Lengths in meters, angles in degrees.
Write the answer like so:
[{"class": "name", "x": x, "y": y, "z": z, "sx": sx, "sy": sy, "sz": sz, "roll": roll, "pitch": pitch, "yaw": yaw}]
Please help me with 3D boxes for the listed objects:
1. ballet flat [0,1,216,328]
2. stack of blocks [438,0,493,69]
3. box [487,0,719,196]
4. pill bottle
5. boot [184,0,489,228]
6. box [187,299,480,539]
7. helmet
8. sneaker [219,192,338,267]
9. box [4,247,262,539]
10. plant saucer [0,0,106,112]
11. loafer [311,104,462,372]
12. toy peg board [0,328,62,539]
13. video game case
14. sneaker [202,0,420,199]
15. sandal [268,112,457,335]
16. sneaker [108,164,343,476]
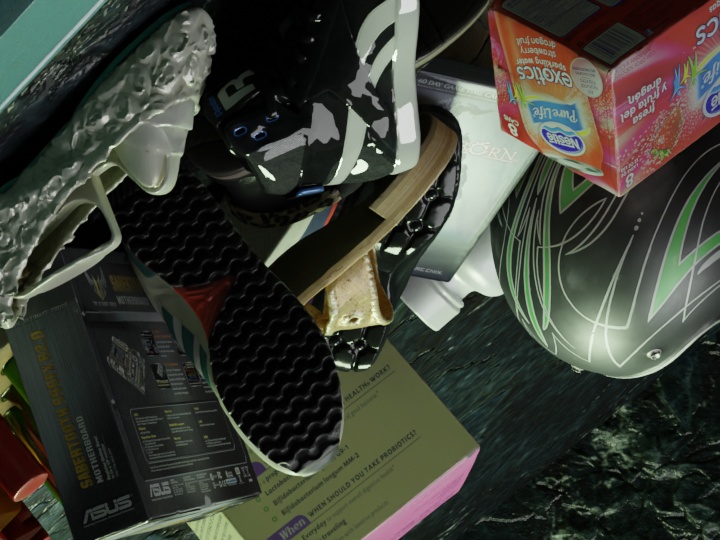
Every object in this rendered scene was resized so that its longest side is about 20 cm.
[{"class": "ballet flat", "x": -0.134, "y": -0.047, "z": 1.174, "sx": 0.200, "sy": 0.072, "sz": 0.072, "roll": -44, "pitch": 166, "yaw": 6}, {"class": "stack of blocks", "x": 0.079, "y": -0.124, "z": 1.525, "sx": 0.115, "sy": 0.059, "sz": 0.200, "roll": -31, "pitch": 162, "yaw": -37}, {"class": "box", "x": 0.178, "y": -0.145, "z": 1.318, "sx": 0.199, "sy": 0.099, "sz": 0.096, "roll": -36, "pitch": 138, "yaw": -27}, {"class": "pill bottle", "x": 0.101, "y": -0.053, "z": 1.693, "sx": 0.200, "sy": 0.112, "sz": 0.112, "roll": -42, "pitch": 166, "yaw": 5}, {"class": "boot", "x": -0.011, "y": -0.103, "z": 1.321, "sx": 0.200, "sy": 0.073, "sz": 0.151, "roll": -38, "pitch": 166, "yaw": -7}, {"class": "box", "x": -0.050, "y": 0.117, "z": 1.610, "sx": 0.175, "sy": 0.200, "sz": 0.097, "roll": -36, "pitch": 166, "yaw": -21}, {"class": "helmet", "x": 0.181, "y": -0.034, "z": 1.548, "sx": 0.190, "sy": 0.201, "sz": 0.200, "roll": -27, "pitch": 161, "yaw": -29}, {"class": "sneaker", "x": -0.080, "y": 0.006, "z": 1.455, "sx": 0.200, "sy": 0.075, "sz": 0.084, "roll": -47, "pitch": 162, "yaw": 20}, {"class": "box", "x": -0.132, "y": 0.070, "z": 1.311, "sx": 0.048, "sy": 0.160, "sz": 0.200, "roll": -22, "pitch": 174, "yaw": 13}, {"class": "plant saucer", "x": -0.168, "y": -0.095, "z": 1.037, "sx": 0.200, "sy": 0.019, "sz": 0.070, "roll": -44, "pitch": 166, "yaw": 12}, {"class": "loafer", "x": 0.012, "y": -0.027, "z": 1.468, "sx": 0.071, "sy": 0.068, "sz": 0.202, "roll": -94, "pitch": -158, "yaw": -55}, {"class": "toy peg board", "x": -0.237, "y": 0.136, "z": 1.377, "sx": 0.199, "sy": 0.098, "sz": 0.200, "roll": -37, "pitch": 165, "yaw": -19}, {"class": "video game case", "x": 0.032, "y": -0.066, "z": 1.486, "sx": 0.142, "sy": 0.019, "sz": 0.200, "roll": 10, "pitch": 142, "yaw": -19}, {"class": "sneaker", "x": -0.031, "y": -0.116, "z": 1.164, "sx": 0.111, "sy": 0.073, "sz": 0.201, "roll": -20, "pitch": 131, "yaw": -15}, {"class": "sandal", "x": 0.000, "y": 0.003, "z": 1.351, "sx": 0.212, "sy": 0.069, "sz": 0.078, "roll": -46, "pitch": -160, "yaw": 25}, {"class": "sneaker", "x": -0.072, "y": 0.029, "z": 1.304, "sx": 0.070, "sy": 0.200, "sz": 0.093, "roll": -35, "pitch": 171, "yaw": -5}]
